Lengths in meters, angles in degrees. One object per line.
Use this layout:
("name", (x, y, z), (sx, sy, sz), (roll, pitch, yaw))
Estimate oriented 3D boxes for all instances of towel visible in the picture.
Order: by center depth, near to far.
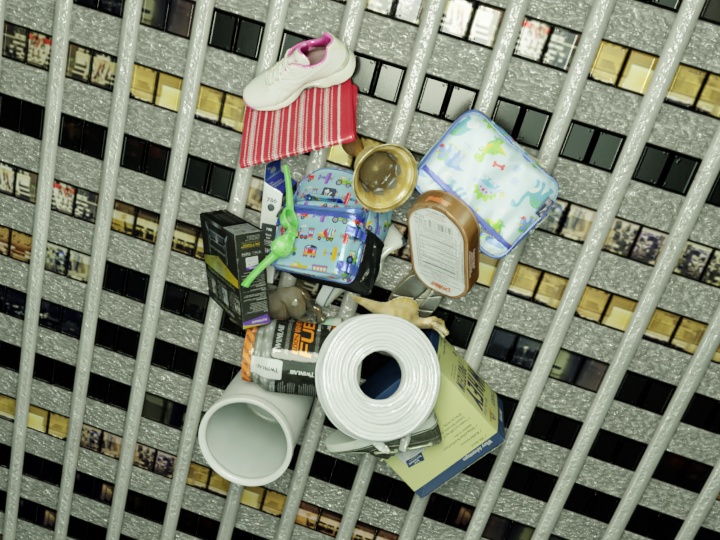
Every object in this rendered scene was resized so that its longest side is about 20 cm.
("towel", (-0.099, -0.239, 1.089), (0.197, 0.146, 0.023), (-11, 142, 13))

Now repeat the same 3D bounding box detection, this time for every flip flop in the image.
("flip flop", (0.119, 0.004, 1.169), (0.080, 0.058, 0.202), (31, 95, -6))

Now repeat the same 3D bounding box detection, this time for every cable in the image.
("cable", (0.027, 0.167, 1.050), (0.198, 0.069, 0.202), (28, 80, -3))

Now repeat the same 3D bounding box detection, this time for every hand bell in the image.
("hand bell", (0.004, -0.180, 1.056), (0.103, 0.200, 0.105), (-10, 122, -17))

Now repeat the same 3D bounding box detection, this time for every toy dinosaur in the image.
("toy dinosaur", (0.050, 0.081, 1.136), (0.198, 0.059, 0.102), (19, 122, -20))

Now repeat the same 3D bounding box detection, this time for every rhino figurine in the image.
("rhino figurine", (-0.164, 0.075, 1.228), (0.198, 0.060, 0.088), (-10, 118, 30))

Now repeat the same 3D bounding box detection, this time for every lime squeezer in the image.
("lime squeezer", (-0.123, -0.063, 1.034), (0.037, 0.070, 0.203), (21, 84, -36))

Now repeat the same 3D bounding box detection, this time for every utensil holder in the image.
("utensil holder", (-0.181, 0.261, 1.225), (0.167, 0.200, 0.173), (3, 109, 8))

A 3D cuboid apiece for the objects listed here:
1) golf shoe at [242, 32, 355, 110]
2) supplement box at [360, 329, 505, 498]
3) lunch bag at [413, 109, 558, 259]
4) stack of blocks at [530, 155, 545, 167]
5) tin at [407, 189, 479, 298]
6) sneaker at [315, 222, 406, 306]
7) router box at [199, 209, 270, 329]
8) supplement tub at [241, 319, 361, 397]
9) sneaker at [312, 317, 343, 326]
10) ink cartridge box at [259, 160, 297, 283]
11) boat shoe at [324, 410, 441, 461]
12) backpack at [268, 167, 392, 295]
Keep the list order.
("golf shoe", (-0.109, -0.322, 1.071), (0.198, 0.091, 0.076), (-21, 71, 12))
("supplement box", (0.121, 0.254, 1.204), (0.200, 0.134, 0.200), (-41, 97, 20))
("lunch bag", (0.188, -0.128, 1.021), (0.200, 0.082, 0.161), (44, 103, -2))
("stack of blocks", (0.200, -0.109, 1.092), (0.114, 0.059, 0.202), (26, 99, 0))
("tin", (0.126, -0.035, 1.031), (0.111, 0.042, 0.202), (27, 147, 30))
("sneaker", (0.000, 0.000, 1.174), (0.071, 0.073, 0.200), (42, 109, 2))
("router box", (-0.217, -0.008, 1.149), (0.052, 0.199, 0.160), (-11, 110, -27))
("supplement tub", (-0.097, 0.150, 1.139), (0.197, 0.123, 0.124), (6, 110, -3))
("sneaker", (-0.074, 0.194, 1.242), (0.116, 0.074, 0.204), (-9, 91, 7))
("ink cartridge box", (-0.144, -0.089, 1.157), (0.039, 0.100, 0.203), (10, 111, 7))
("boat shoe", (0.038, 0.287, 1.122), (0.197, 0.071, 0.065), (-15, 104, 14))
("backpack", (-0.043, -0.079, 1.092), (0.180, 0.134, 0.203), (13, 82, 25))
